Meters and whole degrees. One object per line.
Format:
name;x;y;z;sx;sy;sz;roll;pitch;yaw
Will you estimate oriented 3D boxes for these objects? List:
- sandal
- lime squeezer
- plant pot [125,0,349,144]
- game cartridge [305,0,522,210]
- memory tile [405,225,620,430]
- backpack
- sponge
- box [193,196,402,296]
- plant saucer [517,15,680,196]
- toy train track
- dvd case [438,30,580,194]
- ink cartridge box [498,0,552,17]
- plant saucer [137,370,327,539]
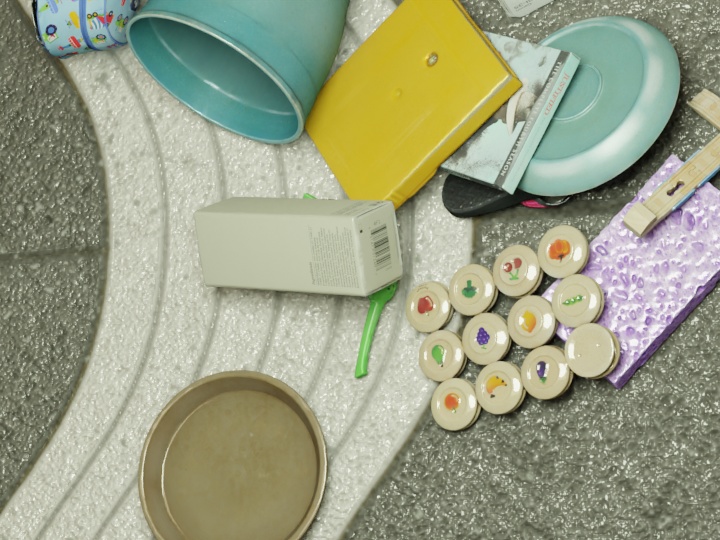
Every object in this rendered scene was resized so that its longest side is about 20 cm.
sandal;0.173;-0.090;1.732;0.200;0.045;0.075;-14;54;31
lime squeezer;0.000;0.000;1.779;0.071;0.038;0.200;-36;64;42
plant pot;-0.100;-0.260;1.804;0.200;0.200;0.188;21;68;24
game cartridge;0.044;-0.165;1.764;0.200;0.032;0.176;-45;48;16
memory tile;0.138;0.055;1.692;0.200;0.017;0.153;-23;69;27
backpack;-0.271;-0.318;1.884;0.134;0.183;0.200;5;91;4
sponge;0.264;0.001;1.678;0.200;0.030;0.112;-47;65;3
box;-0.061;-0.025;1.742;0.200;0.068;0.082;5;110;36
plant saucer;0.203;-0.162;1.706;0.200;0.027;0.200;-21;49;27
toy train track;0.318;-0.106;1.658;0.200;0.033;0.115;-41;64;-10
dvd case;0.105;-0.162;1.747;0.200;0.022;0.146;24;84;45
ink cartridge box;0.165;-0.374;1.787;0.146;0.083;0.200;-27;68;11
plant saucer;-0.122;0.197;1.766;0.200;0.029;0.200;-6;74;19
